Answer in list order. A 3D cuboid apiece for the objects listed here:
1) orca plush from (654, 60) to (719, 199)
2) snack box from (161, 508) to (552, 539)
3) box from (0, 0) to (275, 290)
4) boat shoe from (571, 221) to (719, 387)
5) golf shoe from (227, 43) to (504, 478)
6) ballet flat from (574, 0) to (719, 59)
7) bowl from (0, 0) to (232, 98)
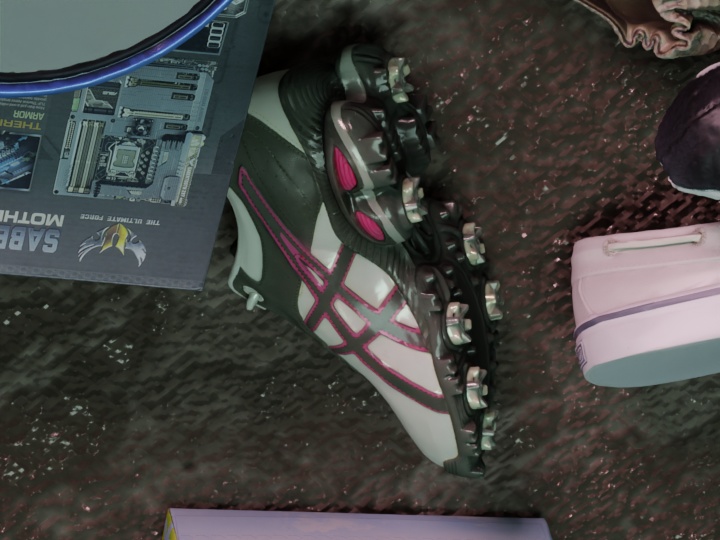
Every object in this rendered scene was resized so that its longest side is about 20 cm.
[{"bbox_3d":[0.208,-0.069,1.103,0.199,0.105,0.071,3,146,-17],"label":"orca plush"},{"bbox_3d":[-0.013,0.198,1.280,0.168,0.068,0.200,2,123,-15],"label":"snack box"},{"bbox_3d":[-0.134,-0.077,0.999,0.199,0.051,0.158,5,121,-17],"label":"box"},{"bbox_3d":[0.177,-0.006,1.159,0.199,0.066,0.072,-14,161,19],"label":"boat shoe"},{"bbox_3d":[0.000,0.000,1.146,0.088,0.077,0.200,-9,128,18],"label":"golf shoe"},{"bbox_3d":[0.060,-0.126,1.059,0.200,0.046,0.067,28,158,-33],"label":"ballet flat"},{"bbox_3d":[-0.106,-0.147,0.914,0.200,0.039,0.201,-5,110,-14],"label":"bowl"}]
